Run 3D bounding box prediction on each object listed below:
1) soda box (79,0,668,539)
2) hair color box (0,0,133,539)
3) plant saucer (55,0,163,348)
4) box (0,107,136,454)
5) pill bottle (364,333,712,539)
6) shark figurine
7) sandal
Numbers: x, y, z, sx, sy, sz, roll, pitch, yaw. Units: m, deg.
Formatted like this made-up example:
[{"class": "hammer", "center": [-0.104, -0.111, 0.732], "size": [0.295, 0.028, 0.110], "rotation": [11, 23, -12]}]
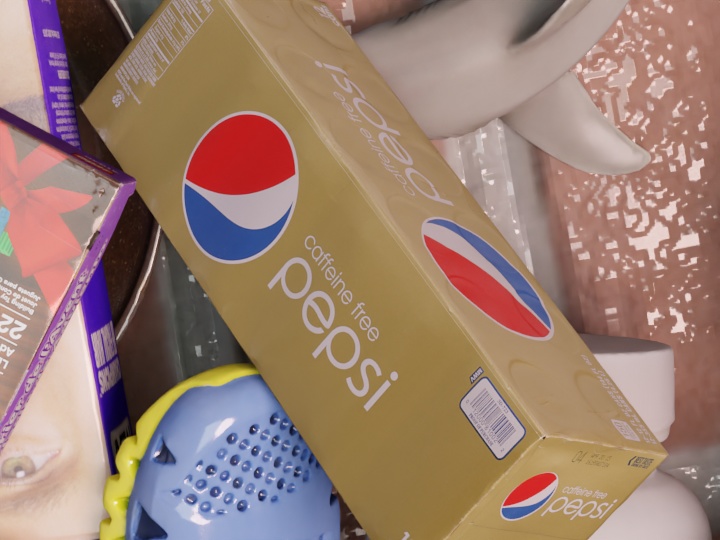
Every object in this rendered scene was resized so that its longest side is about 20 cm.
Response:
[{"class": "soda box", "center": [0.000, 0.000, 0.793], "size": [0.064, 0.068, 0.200], "rotation": [-48, 57, 21]}, {"class": "hair color box", "center": [-0.139, -0.010, 0.834], "size": [0.109, 0.065, 0.201], "rotation": [-10, 95, 2]}, {"class": "plant saucer", "center": [-0.161, -0.033, 0.882], "size": [0.199, 0.037, 0.202], "rotation": [0, 94, 1]}, {"class": "box", "center": [-0.184, -0.011, 0.784], "size": [0.199, 0.039, 0.137], "rotation": [27, 94, 1]}, {"class": "pill bottle", "center": [0.055, 0.122, 0.848], "size": [0.111, 0.112, 0.202], "rotation": [2, 94, 1]}, {"class": "shark figurine", "center": [0.068, -0.113, 0.848], "size": [0.128, 0.090, 0.215], "rotation": [30, 95, -2]}, {"class": "sandal", "center": [-0.028, 0.125, 0.808], "size": [0.079, 0.087, 0.201], "rotation": [-16, 116, -30]}]
